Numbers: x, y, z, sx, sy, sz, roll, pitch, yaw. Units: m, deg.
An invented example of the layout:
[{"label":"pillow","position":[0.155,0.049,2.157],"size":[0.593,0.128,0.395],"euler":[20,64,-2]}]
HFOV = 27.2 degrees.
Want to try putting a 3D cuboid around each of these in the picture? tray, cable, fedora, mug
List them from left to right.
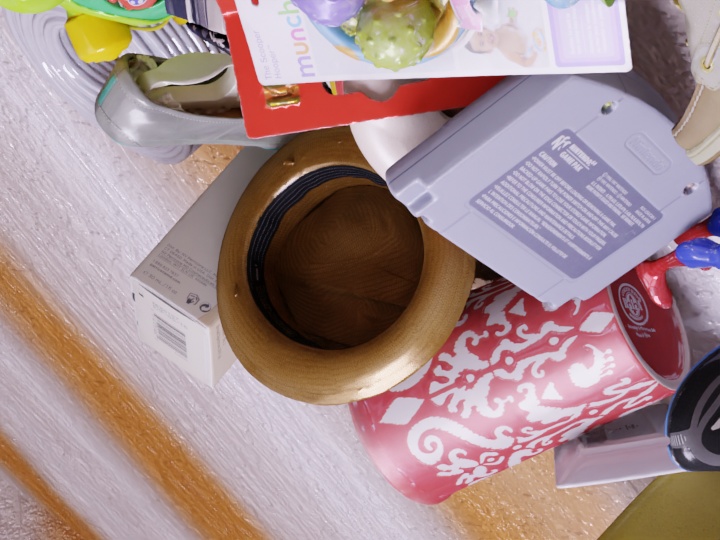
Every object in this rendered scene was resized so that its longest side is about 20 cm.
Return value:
[{"label":"cable","position":[-0.185,-0.170,1.142],"size":[0.200,0.069,0.200],"euler":[5,139,50]},{"label":"fedora","position":[0.000,0.000,0.971],"size":[0.200,0.201,0.082],"euler":[18,176,37]},{"label":"mug","position":[0.114,0.053,1.015],"size":[0.200,0.178,0.134],"euler":[-26,103,31]},{"label":"tray","position":[0.184,0.116,1.020],"size":[0.200,0.107,0.022],"euler":[-14,-87,-83]}]

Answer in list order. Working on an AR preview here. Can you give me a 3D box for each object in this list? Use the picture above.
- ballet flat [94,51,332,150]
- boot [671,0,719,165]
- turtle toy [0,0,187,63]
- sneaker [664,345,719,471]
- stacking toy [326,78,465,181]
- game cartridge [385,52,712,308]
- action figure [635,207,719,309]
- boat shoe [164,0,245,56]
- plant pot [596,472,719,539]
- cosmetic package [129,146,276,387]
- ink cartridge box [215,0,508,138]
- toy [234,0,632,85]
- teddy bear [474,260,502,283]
[{"label":"ballet flat","position":[-0.079,-0.116,0.995],"size":[0.067,0.200,0.064],"euler":[60,138,30]},{"label":"boot","position":[0.154,-0.151,0.720],"size":[0.155,0.072,0.200],"euler":[34,149,10]},{"label":"turtle toy","position":[-0.153,-0.206,0.901],"size":[0.101,0.200,0.146],"euler":[-9,108,53]},{"label":"sneaker","position":[0.262,0.062,0.810],"size":[0.083,0.199,0.071],"euler":[-43,-63,-79]},{"label":"stacking toy","position":[0.029,-0.125,0.909],"size":[0.146,0.146,0.200],"euler":[51,172,-24]},{"label":"game cartridge","position":[0.116,-0.050,0.828],"size":[0.200,0.133,0.041],"euler":[31,-148,-52]},{"label":"action figure","position":[0.250,-0.005,0.838],"size":[0.099,0.065,0.200],"euler":[49,155,-2]},{"label":"boat shoe","position":[-0.073,-0.222,0.831],"size":[0.093,0.075,0.200],"euler":[27,114,52]},{"label":"plant pot","position":[0.268,0.226,1.065],"size":[0.200,0.176,0.200],"euler":[32,155,14]},{"label":"cosmetic package","position":[-0.077,-0.025,1.086],"size":[0.073,0.200,0.104],"euler":[33,155,13]},{"label":"ink cartridge box","position":[-0.008,-0.170,0.754],"size":[0.160,0.047,0.200],"euler":[-7,106,12]},{"label":"toy","position":[0.022,-0.135,0.710],"size":[0.200,0.047,0.115],"euler":[-1,123,20]},{"label":"teddy bear","position":[0.063,-0.047,1.034],"size":[0.145,0.067,0.200],"euler":[11,141,23]}]
